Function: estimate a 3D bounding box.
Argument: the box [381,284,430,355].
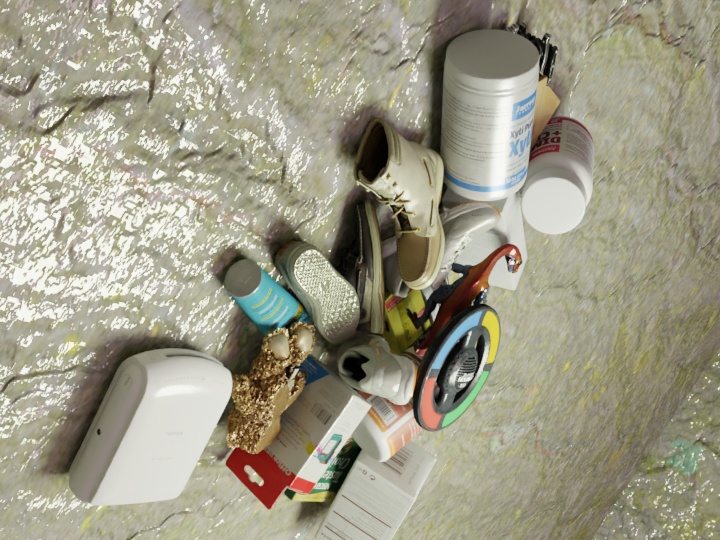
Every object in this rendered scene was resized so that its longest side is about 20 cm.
[{"bbox_3d":[0.064,0.070,1.503,0.075,0.050,0.201,-42,144,-17],"label":"box"}]

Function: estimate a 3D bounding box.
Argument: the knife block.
[{"bbox_3d":[0.218,-0.252,1.406,0.202,0.064,0.175,-58,146,6],"label":"knife block"}]

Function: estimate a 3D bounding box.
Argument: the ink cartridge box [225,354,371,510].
[{"bbox_3d":[-0.092,0.237,1.393,0.201,0.116,0.067,-53,147,-1],"label":"ink cartridge box"}]

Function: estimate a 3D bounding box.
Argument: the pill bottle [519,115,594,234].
[{"bbox_3d":[0.303,-0.148,1.481,0.201,0.111,0.115,-69,170,-55],"label":"pill bottle"}]

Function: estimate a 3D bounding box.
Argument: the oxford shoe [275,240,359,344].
[{"bbox_3d":[-0.056,0.026,1.295,0.075,0.057,0.201,-47,138,-15],"label":"oxford shoe"}]

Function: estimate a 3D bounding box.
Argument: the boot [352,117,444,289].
[{"bbox_3d":[0.051,-0.087,1.278,0.154,0.071,0.204,23,67,-55],"label":"boot"}]

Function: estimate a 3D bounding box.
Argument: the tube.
[{"bbox_3d":[-0.119,0.048,1.266,0.077,0.051,0.200,-40,152,-3],"label":"tube"}]

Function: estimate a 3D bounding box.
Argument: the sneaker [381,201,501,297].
[{"bbox_3d":[0.118,-0.024,1.381,0.198,0.093,0.076,-26,157,15],"label":"sneaker"}]

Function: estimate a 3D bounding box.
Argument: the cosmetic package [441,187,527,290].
[{"bbox_3d":[0.197,-0.063,1.497,0.072,0.100,0.201,-62,153,-28],"label":"cosmetic package"}]

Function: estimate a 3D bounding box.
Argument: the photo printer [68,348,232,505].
[{"bbox_3d":[-0.253,0.190,1.190,0.165,0.069,0.202,14,108,-55],"label":"photo printer"}]

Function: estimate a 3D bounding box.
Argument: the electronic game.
[{"bbox_3d":[0.142,0.142,1.391,0.199,0.041,0.203,-35,139,-36],"label":"electronic game"}]

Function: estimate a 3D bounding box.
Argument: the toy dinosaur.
[{"bbox_3d":[0.166,0.038,1.417,0.181,0.201,0.105,-40,113,20],"label":"toy dinosaur"}]

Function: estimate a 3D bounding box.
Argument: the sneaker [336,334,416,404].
[{"bbox_3d":[0.000,0.129,1.364,0.091,0.199,0.077,16,90,-26],"label":"sneaker"}]

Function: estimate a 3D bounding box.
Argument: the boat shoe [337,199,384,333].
[{"bbox_3d":[0.000,0.000,1.346,0.065,0.072,0.204,-4,119,1],"label":"boat shoe"}]

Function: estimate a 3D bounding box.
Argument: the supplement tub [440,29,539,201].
[{"bbox_3d":[0.175,-0.211,1.327,0.131,0.131,0.202,-33,142,-29],"label":"supplement tub"}]

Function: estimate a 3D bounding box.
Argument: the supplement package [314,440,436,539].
[{"bbox_3d":[0.024,0.381,1.605,0.117,0.116,0.202,-49,167,-56],"label":"supplement package"}]

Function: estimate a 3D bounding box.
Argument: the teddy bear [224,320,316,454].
[{"bbox_3d":[-0.128,0.153,1.311,0.145,0.066,0.202,-37,151,-44],"label":"teddy bear"}]

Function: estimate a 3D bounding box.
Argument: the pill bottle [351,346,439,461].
[{"bbox_3d":[0.073,0.192,1.482,0.199,0.112,0.113,-36,142,-21],"label":"pill bottle"}]

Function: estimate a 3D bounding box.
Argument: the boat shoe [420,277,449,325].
[{"bbox_3d":[0.131,0.057,1.557,0.068,0.074,0.201,-36,134,-12],"label":"boat shoe"}]

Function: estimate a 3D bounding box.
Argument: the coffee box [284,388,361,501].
[{"bbox_3d":[-0.042,0.282,1.559,0.202,0.044,0.122,-59,147,5],"label":"coffee box"}]
